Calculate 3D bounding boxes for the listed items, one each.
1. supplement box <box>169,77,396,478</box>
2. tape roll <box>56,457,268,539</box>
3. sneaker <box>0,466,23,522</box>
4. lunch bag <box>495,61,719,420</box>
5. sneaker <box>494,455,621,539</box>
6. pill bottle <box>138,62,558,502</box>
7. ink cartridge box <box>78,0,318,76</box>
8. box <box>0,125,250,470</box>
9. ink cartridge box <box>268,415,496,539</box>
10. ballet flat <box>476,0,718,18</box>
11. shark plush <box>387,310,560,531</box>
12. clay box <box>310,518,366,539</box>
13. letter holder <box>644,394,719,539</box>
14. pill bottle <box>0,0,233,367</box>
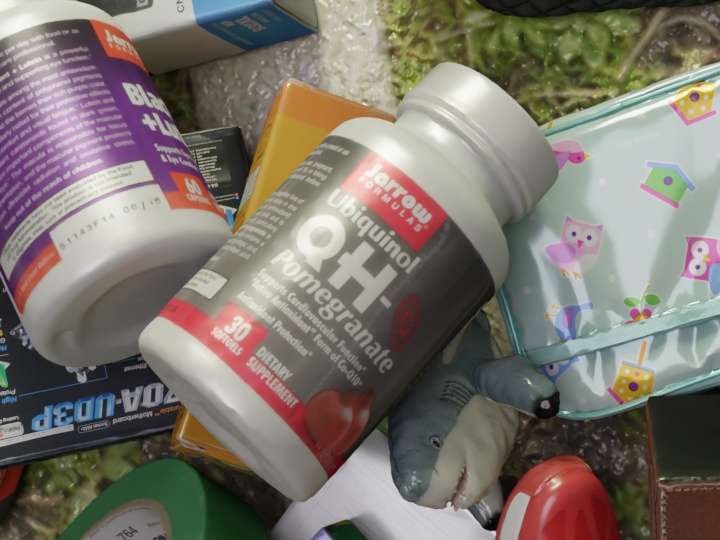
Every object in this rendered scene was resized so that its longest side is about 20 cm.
[{"bbox_3d":[-0.042,0.007,0.874,0.066,0.069,0.202,19,75,-10],"label":"supplement box"},{"bbox_3d":[-0.130,0.196,0.869,0.048,0.201,0.201,37,101,-24],"label":"tape roll"},{"bbox_3d":[-0.225,0.063,0.939,0.067,0.108,0.203,25,96,29],"label":"sneaker"},{"bbox_3d":[0.166,-0.012,0.840,0.198,0.077,0.162,-17,83,17],"label":"lunch bag"},{"bbox_3d":[0.129,0.195,0.805,0.115,0.078,0.202,23,127,56],"label":"sneaker"},{"bbox_3d":[0.000,0.000,0.779,0.111,0.111,0.200,39,77,14],"label":"pill bottle"},{"bbox_3d":[-0.139,-0.188,0.937,0.198,0.084,0.147,-12,85,17],"label":"ink cartridge box"},{"bbox_3d":[-0.146,0.016,0.906,0.198,0.046,0.160,-12,84,-14],"label":"box"},{"bbox_3d":[-0.012,0.185,0.898,0.104,0.059,0.201,38,99,14],"label":"ink cartridge box"},{"bbox_3d":[0.147,-0.169,0.862,0.198,0.057,0.067,-10,86,17],"label":"ballet flat"},{"bbox_3d":[0.031,0.039,0.845,0.091,0.083,0.201,118,146,-43],"label":"shark plush"},{"bbox_3d":[-0.041,0.240,0.849,0.115,0.048,0.200,46,101,15],"label":"clay box"},{"bbox_3d":[0.237,0.139,0.773,0.198,0.101,0.144,-3,107,8],"label":"letter holder"},{"bbox_3d":[-0.150,-0.063,0.830,0.111,0.111,0.201,-35,67,13],"label":"pill bottle"}]
